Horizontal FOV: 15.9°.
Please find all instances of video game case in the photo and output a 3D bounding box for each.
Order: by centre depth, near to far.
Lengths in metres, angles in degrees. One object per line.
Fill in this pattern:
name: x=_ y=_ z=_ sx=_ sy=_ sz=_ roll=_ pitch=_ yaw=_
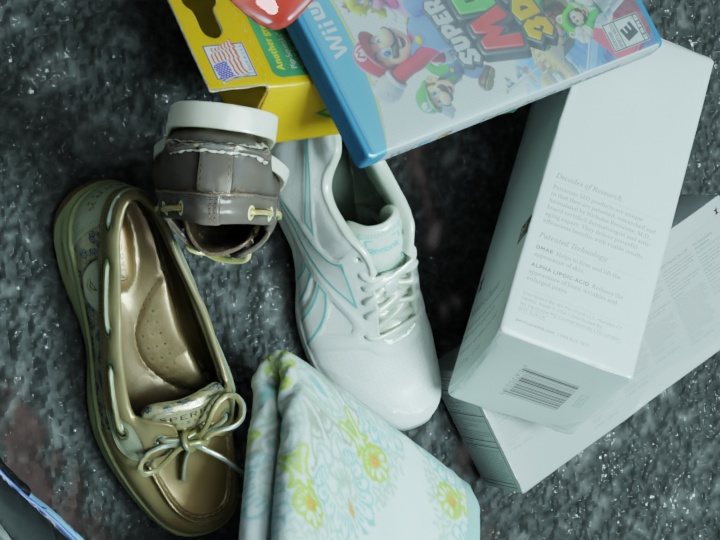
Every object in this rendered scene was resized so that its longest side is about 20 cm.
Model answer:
video game case: x=0.049 y=-0.148 z=1.342 sx=0.199 sy=0.018 sz=0.144 roll=-22 pitch=81 yaw=-30

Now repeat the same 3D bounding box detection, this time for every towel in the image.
towel: x=0.001 y=0.163 z=1.372 sx=0.171 sy=0.048 sz=0.201 roll=42 pitch=40 yaw=-42

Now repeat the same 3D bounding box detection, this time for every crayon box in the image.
crayon box: x=-0.018 y=-0.135 z=1.365 sx=0.199 sy=0.052 sz=0.126 roll=-8 pitch=57 yaw=-28

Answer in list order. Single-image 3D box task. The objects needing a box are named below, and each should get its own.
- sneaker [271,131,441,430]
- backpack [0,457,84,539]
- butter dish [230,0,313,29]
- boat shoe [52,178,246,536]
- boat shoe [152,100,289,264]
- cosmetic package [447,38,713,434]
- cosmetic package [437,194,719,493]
sneaker: x=0.000 y=0.000 z=1.407 sx=0.070 sy=0.080 sz=0.201 roll=-30 pitch=108 yaw=-25
backpack: x=-0.220 y=0.173 z=1.266 sx=0.200 sy=0.134 sz=0.183 roll=46 pitch=72 yaw=-23
butter dish: x=-0.086 y=-0.238 z=1.259 sx=0.200 sy=0.147 sz=0.200 roll=43 pitch=62 yaw=-24
boat shoe: x=-0.108 y=0.050 z=1.360 sx=0.073 sy=0.063 sz=0.201 roll=-27 pitch=106 yaw=-25
boat shoe: x=-0.072 y=-0.037 z=1.303 sx=0.071 sy=0.200 sz=0.060 roll=6 pitch=81 yaw=-3
cosmetic package: x=0.121 y=-0.025 z=1.418 sx=0.081 sy=0.113 sz=0.201 roll=19 pitch=66 yaw=-7
cosmetic package: x=0.140 y=0.039 z=1.501 sx=0.199 sy=0.051 sz=0.083 roll=-33 pitch=108 yaw=-23
